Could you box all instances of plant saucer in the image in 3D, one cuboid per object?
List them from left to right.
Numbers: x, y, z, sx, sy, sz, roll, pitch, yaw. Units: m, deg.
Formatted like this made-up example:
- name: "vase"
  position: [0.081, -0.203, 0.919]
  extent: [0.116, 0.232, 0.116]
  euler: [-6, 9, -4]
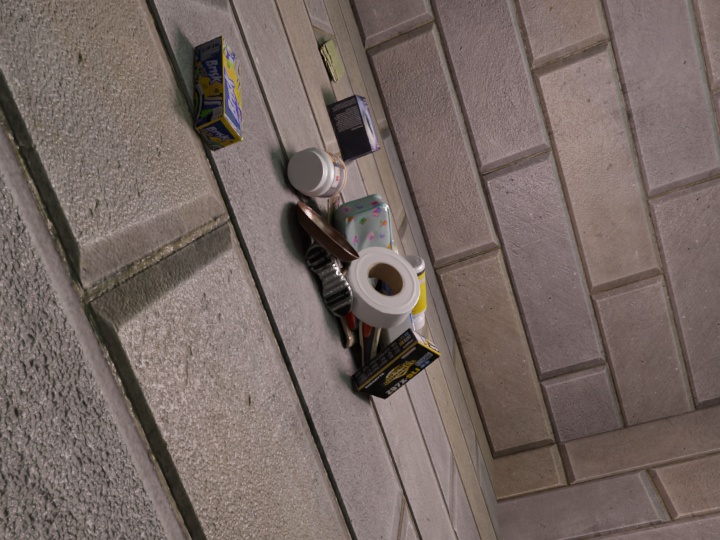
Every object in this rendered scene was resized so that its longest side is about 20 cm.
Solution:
- name: "plant saucer"
  position: [-0.084, -0.085, 1.441]
  extent: [0.199, 0.035, 0.201]
  euler: [42, 8, -7]

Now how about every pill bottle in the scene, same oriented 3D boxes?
- name: "pill bottle"
  position: [-0.108, -0.243, 1.517]
  extent: [0.200, 0.113, 0.120]
  euler: [-23, 95, -77]
- name: "pill bottle"
  position: [0.142, 0.070, 1.816]
  extent: [0.115, 0.110, 0.207]
  euler: [-75, 161, -65]

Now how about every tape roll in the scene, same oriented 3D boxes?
- name: "tape roll"
  position: [0.053, 0.042, 1.551]
  extent: [0.071, 0.195, 0.208]
  euler: [121, -30, -48]

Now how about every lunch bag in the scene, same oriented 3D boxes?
- name: "lunch bag"
  position: [0.013, -0.096, 1.629]
  extent: [0.077, 0.156, 0.205]
  euler: [50, -25, 45]

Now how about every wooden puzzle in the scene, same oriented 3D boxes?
- name: "wooden puzzle"
  position: [-0.029, 0.093, 1.610]
  extent: [0.185, 0.036, 0.207]
  euler: [1, 74, -76]

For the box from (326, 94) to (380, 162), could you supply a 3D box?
- name: "box"
  position: [-0.019, -0.512, 2.185]
  extent: [0.200, 0.119, 0.205]
  euler: [-51, 124, -73]

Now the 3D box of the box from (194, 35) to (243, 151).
- name: "box"
  position: [-0.259, -0.324, 1.105]
  extent: [0.070, 0.062, 0.206]
  euler: [51, 27, -57]

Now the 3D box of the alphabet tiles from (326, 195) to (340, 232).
- name: "alphabet tiles"
  position: [-0.066, -0.114, 1.640]
  extent: [0.200, 0.007, 0.174]
  euler: [-46, 138, -75]

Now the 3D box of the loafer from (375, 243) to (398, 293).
- name: "loafer"
  position: [0.075, 0.005, 1.954]
  extent: [0.068, 0.073, 0.208]
  euler: [23, 75, -64]

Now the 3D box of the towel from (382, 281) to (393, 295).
- name: "towel"
  position: [0.097, 0.140, 1.787]
  extent: [0.148, 0.023, 0.205]
  euler: [-122, -155, -47]

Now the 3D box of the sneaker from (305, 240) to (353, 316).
- name: "sneaker"
  position: [-0.070, 0.016, 1.474]
  extent: [0.082, 0.073, 0.205]
  euler: [-98, 167, -67]

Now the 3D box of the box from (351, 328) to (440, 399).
- name: "box"
  position: [0.093, 0.242, 1.542]
  extent: [0.050, 0.199, 0.159]
  euler: [57, 13, 31]

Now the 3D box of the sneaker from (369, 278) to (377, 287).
- name: "sneaker"
  position: [0.000, 0.000, 1.745]
  extent: [0.101, 0.072, 0.203]
  euler: [-73, 147, -44]

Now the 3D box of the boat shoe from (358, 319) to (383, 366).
- name: "boat shoe"
  position: [0.036, 0.218, 1.607]
  extent: [0.072, 0.060, 0.207]
  euler: [-65, 152, -66]

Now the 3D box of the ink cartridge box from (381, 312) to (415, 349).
- name: "ink cartridge box"
  position: [0.079, 0.165, 1.681]
  extent: [0.200, 0.081, 0.151]
  euler: [136, -57, -71]

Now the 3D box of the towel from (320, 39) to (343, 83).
- name: "towel"
  position: [-0.110, -0.812, 2.340]
  extent: [0.202, 0.035, 0.152]
  euler: [-79, 150, -61]
